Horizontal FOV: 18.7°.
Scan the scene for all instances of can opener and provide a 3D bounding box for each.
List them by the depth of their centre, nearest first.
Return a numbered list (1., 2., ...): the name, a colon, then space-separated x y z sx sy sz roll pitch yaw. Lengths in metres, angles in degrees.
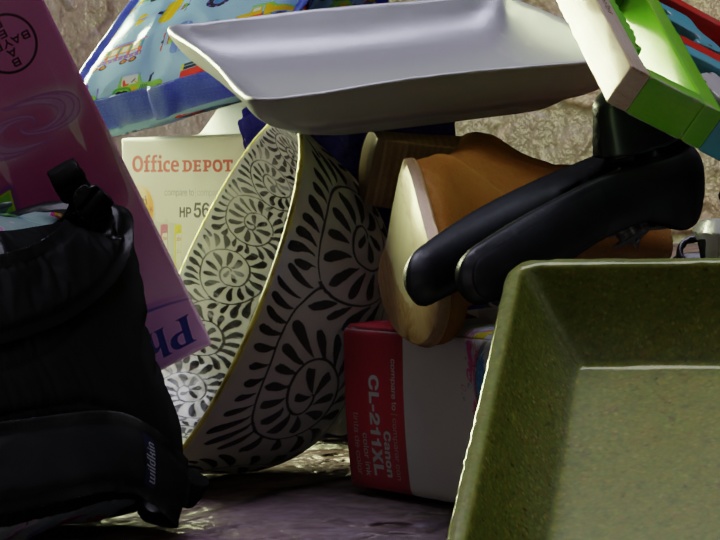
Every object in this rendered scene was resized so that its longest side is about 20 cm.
1. can opener: 0.086 -0.027 0.953 0.063 0.079 0.200 -11 14 47

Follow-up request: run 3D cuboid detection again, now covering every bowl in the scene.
1. bowl: -0.035 0.029 1.127 0.094 0.201 0.201 23 -3 -15

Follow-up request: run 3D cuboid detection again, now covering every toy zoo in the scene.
1. toy zoo: 0.180 -0.071 0.966 0.200 0.020 0.131 23 26 -22

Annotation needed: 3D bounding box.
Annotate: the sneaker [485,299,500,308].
1. sneaker: 0.093 0.015 1.276 0.075 0.081 0.200 8 -24 44

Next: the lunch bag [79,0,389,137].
1. lunch bag: -0.081 -0.135 1.302 0.150 0.094 0.200 -12 17 23

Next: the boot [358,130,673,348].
1. boot: 0.081 -0.017 1.029 0.144 0.071 0.201 7 23 -10

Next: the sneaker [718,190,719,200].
1. sneaker: 0.241 -0.011 1.126 0.112 0.078 0.200 -3 -24 18

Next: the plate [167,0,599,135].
1. plate: 0.016 -0.106 1.128 0.199 0.032 0.200 -8 17 -15

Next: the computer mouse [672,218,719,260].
1. computer mouse: 0.181 0.004 0.958 0.109 0.044 0.200 4 -1 14

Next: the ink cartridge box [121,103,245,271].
1. ink cartridge box: -0.064 -0.012 1.359 0.125 0.201 0.128 -5 4 -43

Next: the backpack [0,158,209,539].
1. backpack: -0.168 0.054 0.916 0.126 0.167 0.200 -22 -2 26

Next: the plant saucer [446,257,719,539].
1. plant saucer: 0.143 0.065 0.793 0.199 0.048 0.200 -1 30 12

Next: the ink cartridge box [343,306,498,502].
1. ink cartridge box: 0.109 0.063 1.015 0.145 0.083 0.200 -4 5 -38

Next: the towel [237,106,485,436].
1. towel: 0.000 0.000 1.204 0.147 0.201 0.049 0 17 43

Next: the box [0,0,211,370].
1. box: -0.199 -0.015 1.063 0.176 0.200 0.097 -27 10 -12
